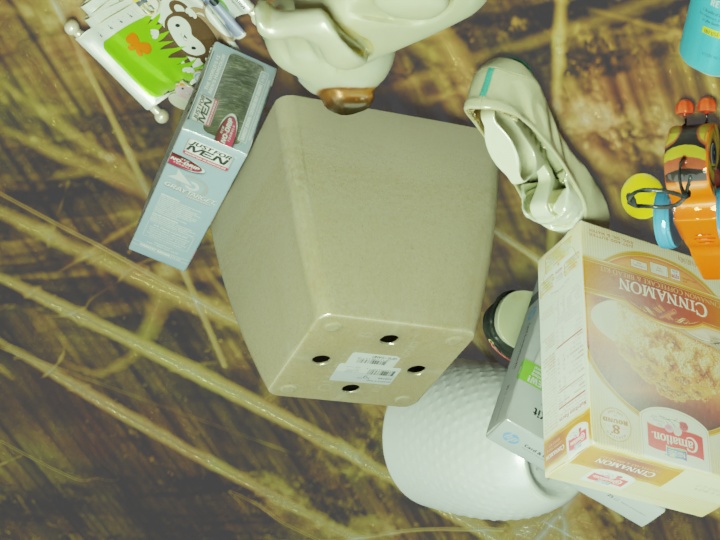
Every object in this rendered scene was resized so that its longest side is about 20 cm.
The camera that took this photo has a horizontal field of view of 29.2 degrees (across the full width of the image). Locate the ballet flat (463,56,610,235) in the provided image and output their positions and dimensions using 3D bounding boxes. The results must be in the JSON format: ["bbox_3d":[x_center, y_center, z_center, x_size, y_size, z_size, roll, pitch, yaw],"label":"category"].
[{"bbox_3d":[0.142,-0.080,1.121,0.069,0.070,0.201,-11,130,36],"label":"ballet flat"}]

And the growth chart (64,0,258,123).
[{"bbox_3d":[-0.164,-0.206,1.177,0.144,0.018,0.199,39,140,-18],"label":"growth chart"}]

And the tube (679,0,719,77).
[{"bbox_3d":[0.260,-0.224,0.919,0.076,0.051,0.201,7,135,1],"label":"tube"}]

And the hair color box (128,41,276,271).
[{"bbox_3d":[-0.141,-0.095,1.210,0.060,0.100,0.200,22,146,-10],"label":"hair color box"}]

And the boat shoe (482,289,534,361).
[{"bbox_3d":[0.207,0.073,1.266,0.199,0.074,0.063,22,170,-8],"label":"boat shoe"}]

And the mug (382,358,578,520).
[{"bbox_3d":[0.149,0.157,1.310,0.175,0.198,0.150,0,96,56],"label":"mug"}]

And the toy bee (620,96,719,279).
[{"bbox_3d":[0.267,-0.071,1.057,0.129,0.110,0.200,6,163,9],"label":"toy bee"}]

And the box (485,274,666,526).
[{"bbox_3d":[0.204,0.092,1.174,0.155,0.201,0.041,30,143,-6],"label":"box"}]

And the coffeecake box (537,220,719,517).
[{"bbox_3d":[0.228,0.080,1.120,0.152,0.202,0.073,16,145,-20],"label":"coffeecake box"}]

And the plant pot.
[{"bbox_3d":[0.000,0.000,1.141,0.197,0.179,0.200,7,146,-22],"label":"plant pot"}]

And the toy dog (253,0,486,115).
[{"bbox_3d":[0.005,-0.208,1.014,0.192,0.141,0.200,-4,157,-36],"label":"toy dog"}]
